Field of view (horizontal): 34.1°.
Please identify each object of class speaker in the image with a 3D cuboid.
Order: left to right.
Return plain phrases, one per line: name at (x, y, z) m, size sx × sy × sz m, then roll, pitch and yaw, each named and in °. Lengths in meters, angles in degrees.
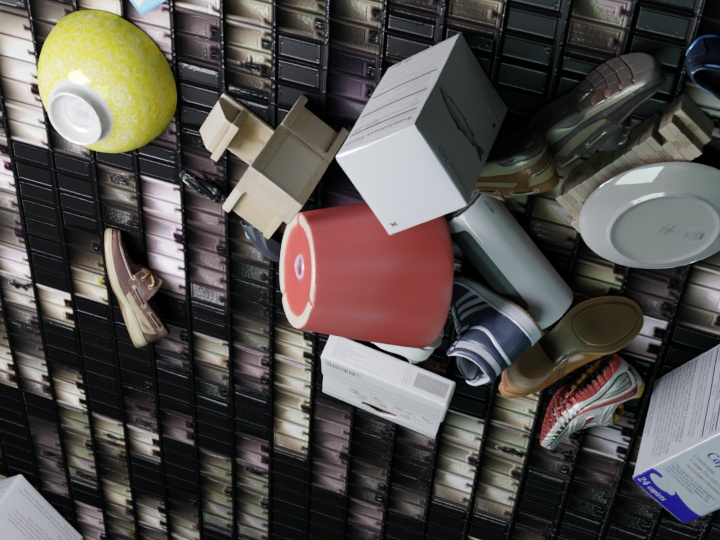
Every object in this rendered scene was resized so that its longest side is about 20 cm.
speaker at (0.188, -0.018, 1.506) m, size 0.081 × 0.082 × 0.200 m, roll -25°, pitch 115°, yaw 38°

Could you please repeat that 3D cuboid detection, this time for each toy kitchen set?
toy kitchen set at (-0.153, -0.121, 1.502) m, size 0.162 × 0.181 × 0.200 m, roll 36°, pitch 131°, yaw -7°

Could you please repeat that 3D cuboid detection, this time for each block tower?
block tower at (0.314, -0.123, 1.374) m, size 0.058 × 0.054 × 0.199 m, roll 41°, pitch 133°, yaw -12°

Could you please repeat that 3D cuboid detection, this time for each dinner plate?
dinner plate at (0.358, -0.055, 1.387) m, size 0.196 × 0.025 × 0.201 m, roll 1°, pitch 145°, yaw 1°

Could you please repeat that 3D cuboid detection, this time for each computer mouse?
computer mouse at (-0.175, -0.071, 1.640) m, size 0.199 × 0.059 × 0.034 m, roll 38°, pitch 101°, yaw -8°

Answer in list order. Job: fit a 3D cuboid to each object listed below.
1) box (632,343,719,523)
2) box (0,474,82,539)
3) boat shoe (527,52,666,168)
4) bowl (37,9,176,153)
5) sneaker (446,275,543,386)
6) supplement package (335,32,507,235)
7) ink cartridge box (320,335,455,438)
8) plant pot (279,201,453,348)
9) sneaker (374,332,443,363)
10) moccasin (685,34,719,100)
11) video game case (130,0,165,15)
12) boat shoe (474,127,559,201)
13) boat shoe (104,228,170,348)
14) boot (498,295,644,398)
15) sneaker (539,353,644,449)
box at (0.462, 0.191, 1.485) m, size 0.105 × 0.185 × 0.200 m, roll 40°, pitch 134°, yaw -11°
box at (-0.709, 0.549, 2.340) m, size 0.198 × 0.172 × 0.200 m, roll -21°, pitch 118°, yaw 36°
boat shoe at (0.275, -0.179, 1.341) m, size 0.073 × 0.075 × 0.199 m, roll 36°, pitch 144°, yaw -22°
bowl at (-0.352, -0.228, 1.554) m, size 0.197 × 0.108 × 0.202 m, roll 13°, pitch 133°, yaw 14°
sneaker at (0.142, 0.079, 1.530) m, size 0.070 × 0.109 × 0.199 m, roll 50°, pitch 170°, yaw -29°
supplement package at (0.075, -0.158, 1.351) m, size 0.116 × 0.201 × 0.117 m, roll -18°, pitch 120°, yaw 35°
ink cartridge box at (0.038, 0.175, 1.765) m, size 0.197 × 0.045 × 0.177 m, roll 22°, pitch 159°, yaw 7°
plant pot at (0.000, 0.000, 1.483) m, size 0.174 × 0.203 × 0.202 m, roll 1°, pitch 139°, yaw -21°
sneaker at (0.019, 0.065, 1.663) m, size 0.199 × 0.077 × 0.081 m, roll 35°, pitch 144°, yaw -5°
moccasin at (0.434, -0.177, 1.261) m, size 0.197 × 0.069 × 0.081 m, roll 24°, pitch 134°, yaw 4°
video game case at (-0.278, -0.421, 1.416) m, size 0.142 × 0.018 × 0.201 m, roll -20°, pitch 118°, yaw 35°
boat shoe at (0.160, -0.115, 1.392) m, size 0.074 × 0.076 × 0.199 m, roll 51°, pitch 162°, yaw -20°
boat shoe at (-0.340, 0.022, 1.802) m, size 0.071 × 0.072 × 0.203 m, roll -14°, pitch 115°, yaw -3°
boot at (0.275, 0.111, 1.568) m, size 0.077 × 0.198 × 0.156 m, roll 55°, pitch 168°, yaw 12°
sneaker at (0.317, 0.195, 1.630) m, size 0.081 × 0.078 × 0.201 m, roll 32°, pitch 134°, yaw -6°
